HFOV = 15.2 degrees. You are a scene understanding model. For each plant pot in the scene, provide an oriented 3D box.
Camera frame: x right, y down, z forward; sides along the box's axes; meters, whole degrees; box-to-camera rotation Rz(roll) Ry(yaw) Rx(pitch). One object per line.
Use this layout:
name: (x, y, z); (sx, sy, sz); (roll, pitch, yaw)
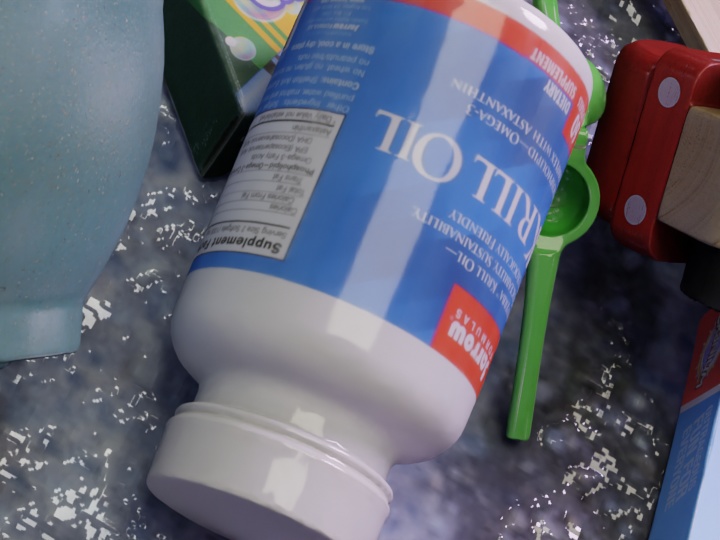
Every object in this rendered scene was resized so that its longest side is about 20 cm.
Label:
plant pot: (-0.155, -0.032, 0.882); (0.200, 0.200, 0.135); (-6, 90, -30)

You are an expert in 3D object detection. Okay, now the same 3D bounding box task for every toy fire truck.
toy fire truck: (0.155, -0.069, 1.101); (0.176, 0.129, 0.200); (3, 17, -41)

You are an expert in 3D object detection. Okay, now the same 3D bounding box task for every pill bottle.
pill bottle: (0.000, 0.000, 0.955); (0.112, 0.112, 0.200); (25, 73, -12)

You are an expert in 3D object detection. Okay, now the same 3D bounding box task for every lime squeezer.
lime squeezer: (0.068, -0.039, 1.045); (0.038, 0.071, 0.201); (14, 64, -20)

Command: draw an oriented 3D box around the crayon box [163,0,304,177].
crayon box: (-0.034, -0.141, 1.084); (0.125, 0.052, 0.200); (-8, 65, -31)

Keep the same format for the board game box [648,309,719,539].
board game box: (0.213, 0.112, 1.063); (0.200, 0.040, 0.153); (27, 52, -11)
